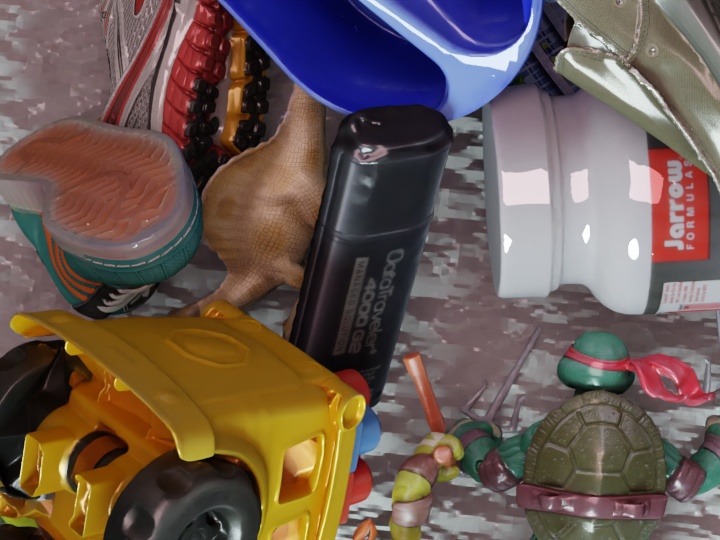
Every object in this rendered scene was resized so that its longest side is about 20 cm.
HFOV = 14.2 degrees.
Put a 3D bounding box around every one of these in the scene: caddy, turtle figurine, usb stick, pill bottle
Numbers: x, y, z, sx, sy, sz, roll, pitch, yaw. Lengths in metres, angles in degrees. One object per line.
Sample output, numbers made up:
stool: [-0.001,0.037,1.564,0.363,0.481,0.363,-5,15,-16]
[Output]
caddy: [-0.002,-0.157,1.251,0.200,0.105,0.141,46,124,-4]
turtle figurine: [0.031,0.146,1.284,0.064,0.161,0.201,-1,101,-22]
usb stick: [0.000,0.000,1.304,0.055,0.200,0.033,-11,53,-20]
turtle figurine: [0.104,0.099,1.328,0.149,0.101,0.201,8,96,13]
pill bottle: [0.158,-0.039,1.292,0.199,0.116,0.116,-4,87,-2]

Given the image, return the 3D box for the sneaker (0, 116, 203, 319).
sneaker: [-0.107,-0.016,1.314,0.071,0.200,0.080,-34,112,-11]

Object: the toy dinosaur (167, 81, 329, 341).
toy dinosaur: [-0.027,-0.036,1.341,0.101,0.058,0.201,16,101,-32]

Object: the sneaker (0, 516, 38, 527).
sneaker: [-0.138,0.162,1.374,0.081,0.074,0.200,-39,81,20]

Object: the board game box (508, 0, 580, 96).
board game box: [0.099,-0.181,1.302,0.200,0.062,0.200,-30,94,32]

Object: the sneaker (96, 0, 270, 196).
sneaker: [-0.087,-0.139,1.362,0.082,0.078,0.201,12,92,34]

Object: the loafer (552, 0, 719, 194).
loafer: [0.115,-0.098,1.196,0.070,0.075,0.200,-30,103,18]

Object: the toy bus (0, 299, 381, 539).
toy bus: [-0.071,0.114,1.276,0.136,0.192,0.201,31,119,39]
